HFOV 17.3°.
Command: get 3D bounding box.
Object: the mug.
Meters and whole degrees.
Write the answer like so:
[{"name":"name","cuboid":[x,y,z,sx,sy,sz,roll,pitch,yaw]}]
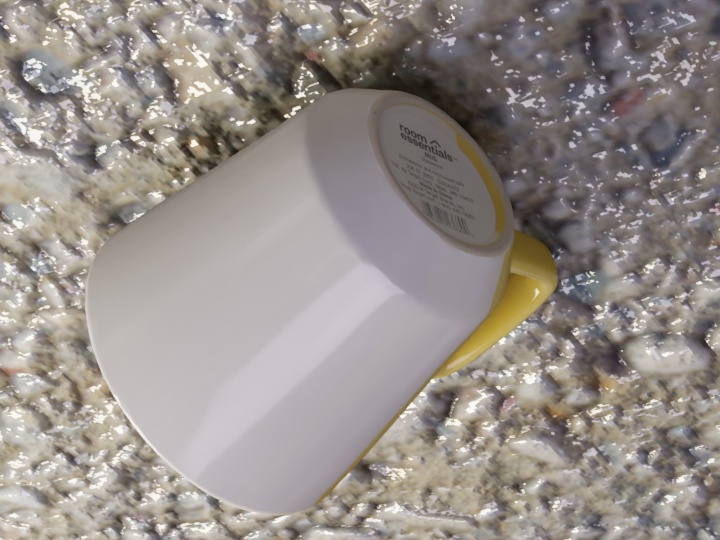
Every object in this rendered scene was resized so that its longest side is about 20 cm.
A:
[{"name":"mug","cuboid":[-0.007,-0.005,1.030,0.153,0.186,0.150,-40,89,32]}]
